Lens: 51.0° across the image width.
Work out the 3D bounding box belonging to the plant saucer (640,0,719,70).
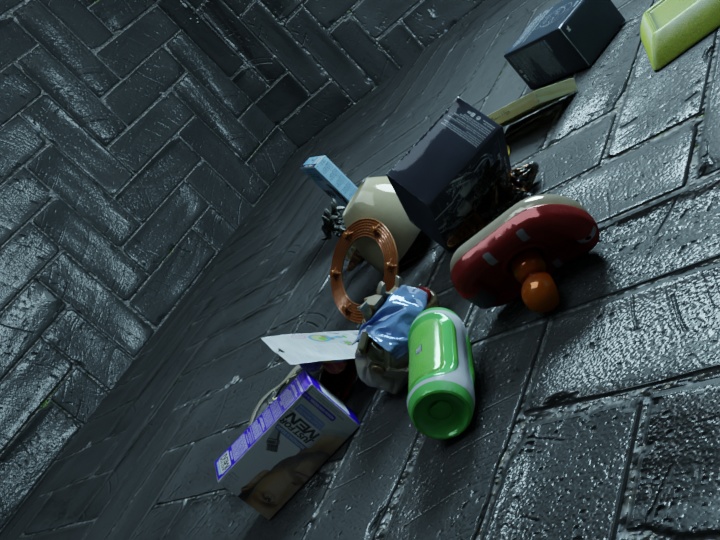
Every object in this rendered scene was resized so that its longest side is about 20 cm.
[{"bbox_3d":[0.565,-0.450,1.287,0.200,0.048,0.200,-36,19,30],"label":"plant saucer"}]

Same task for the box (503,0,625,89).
[{"bbox_3d":[0.432,-0.496,1.614,0.149,0.107,0.200,-50,16,-16],"label":"box"}]

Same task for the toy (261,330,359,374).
[{"bbox_3d":[-0.046,0.136,1.208,0.200,0.047,0.115,-6,17,-30],"label":"toy"}]

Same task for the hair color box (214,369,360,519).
[{"bbox_3d":[-0.111,0.262,1.135,0.200,0.109,0.065,-46,22,1],"label":"hair color box"}]

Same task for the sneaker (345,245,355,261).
[{"bbox_3d":[0.034,-0.094,1.732,0.200,0.076,0.088,-41,-5,24],"label":"sneaker"}]

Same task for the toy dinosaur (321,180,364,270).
[{"bbox_3d":[-0.011,-0.098,1.648,0.102,0.135,0.201,8,-86,-83],"label":"toy dinosaur"}]

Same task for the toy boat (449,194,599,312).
[{"bbox_3d":[0.223,-0.002,0.985,0.200,0.130,0.131,-39,48,23],"label":"toy boat"}]

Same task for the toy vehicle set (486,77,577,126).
[{"bbox_3d":[0.323,-0.326,1.525,0.124,0.027,0.200,-24,3,-34],"label":"toy vehicle set"}]

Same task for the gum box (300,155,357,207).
[{"bbox_3d":[-0.056,-0.214,1.968,0.045,0.200,0.170,-48,16,-7],"label":"gum box"}]

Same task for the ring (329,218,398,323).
[{"bbox_3d":[0.000,0.000,1.432,0.200,0.019,0.201,-11,76,49],"label":"ring"}]

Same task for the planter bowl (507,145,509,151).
[{"bbox_3d":[0.203,-0.216,1.550,0.200,0.083,0.200,-41,18,16],"label":"planter bowl"}]

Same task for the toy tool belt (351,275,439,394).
[{"bbox_3d":[0.057,0.074,1.128,0.125,0.123,0.200,11,50,30],"label":"toy tool belt"}]

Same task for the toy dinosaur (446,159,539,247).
[{"bbox_3d":[0.230,-0.110,1.266,0.200,0.102,0.136,-63,-4,-9],"label":"toy dinosaur"}]

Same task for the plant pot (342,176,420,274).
[{"bbox_3d":[0.043,-0.111,1.523,0.201,0.134,0.200,-57,8,12],"label":"plant pot"}]

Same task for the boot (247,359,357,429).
[{"bbox_3d":[-0.097,0.219,1.275,0.200,0.073,0.150,-46,14,-33],"label":"boot"}]

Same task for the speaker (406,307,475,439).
[{"bbox_3d":[0.103,0.128,0.982,0.088,0.088,0.200,-39,18,20],"label":"speaker"}]

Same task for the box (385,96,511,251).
[{"bbox_3d":[0.161,-0.160,1.309,0.182,0.104,0.200,-46,-26,-3],"label":"box"}]
